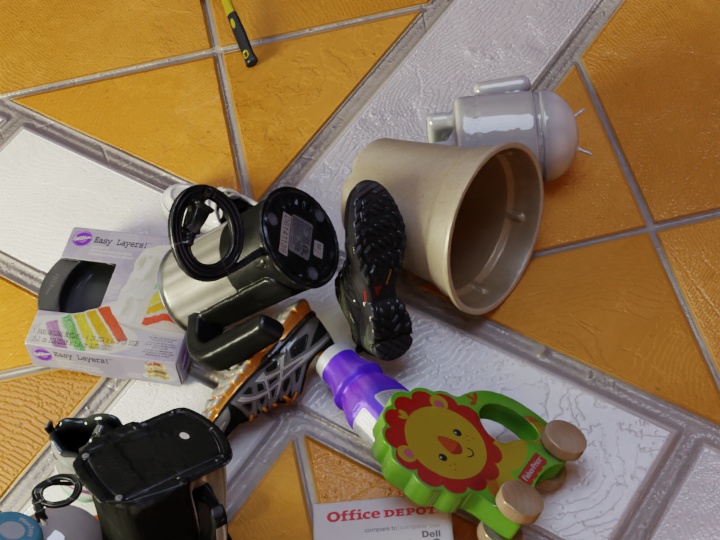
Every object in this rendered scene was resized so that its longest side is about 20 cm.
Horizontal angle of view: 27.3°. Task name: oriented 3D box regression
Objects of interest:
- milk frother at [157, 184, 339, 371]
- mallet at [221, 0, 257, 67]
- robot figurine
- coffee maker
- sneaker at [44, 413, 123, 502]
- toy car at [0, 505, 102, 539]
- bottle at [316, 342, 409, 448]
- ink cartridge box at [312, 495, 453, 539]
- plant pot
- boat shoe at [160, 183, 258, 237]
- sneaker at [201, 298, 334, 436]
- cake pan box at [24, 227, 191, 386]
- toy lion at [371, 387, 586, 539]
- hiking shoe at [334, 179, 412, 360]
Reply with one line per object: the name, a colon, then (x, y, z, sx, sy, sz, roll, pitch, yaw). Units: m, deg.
milk frother: (-0.163, -0.013, 1.629, 0.187, 0.200, 0.181, -26, 30, 39)
mallet: (-0.189, -0.357, 2.074, 0.066, 0.041, 0.201, -32, 59, 29)
robot figurine: (0.181, -0.161, 1.820, 0.198, 0.113, 0.171, -5, 70, 3)
coffee maker: (-0.213, 0.260, 1.460, 0.190, 0.201, 0.135, -8, 33, -8)
sneaker: (-0.247, 0.205, 1.560, 0.198, 0.140, 0.078, 11, 53, 15)
toy car: (-0.339, 0.286, 1.522, 0.176, 0.185, 0.199, 35, 34, 30)
bottle: (0.027, 0.157, 1.605, 0.200, 0.083, 0.066, 44, 112, 32)
ink cartridge box: (0.026, 0.329, 1.465, 0.145, 0.084, 0.201, -6, 50, 2)
plant pot: (0.085, -0.070, 1.728, 0.183, 0.201, 0.201, 18, 55, 35)
boat shoe: (-0.163, -0.072, 1.821, 0.199, 0.066, 0.074, 20, 57, 21)
sneaker: (-0.105, 0.126, 1.654, 0.077, 0.078, 0.200, 44, 77, -10)
cake pan box: (-0.281, 0.039, 1.758, 0.198, 0.053, 0.185, 7, 51, 12)
toy lion: (0.112, 0.183, 1.512, 0.191, 0.069, 0.200, 36, 37, 11)
hiking shoe: (0.000, 0.000, 1.662, 0.075, 0.202, 0.100, -7, 4, -34)
